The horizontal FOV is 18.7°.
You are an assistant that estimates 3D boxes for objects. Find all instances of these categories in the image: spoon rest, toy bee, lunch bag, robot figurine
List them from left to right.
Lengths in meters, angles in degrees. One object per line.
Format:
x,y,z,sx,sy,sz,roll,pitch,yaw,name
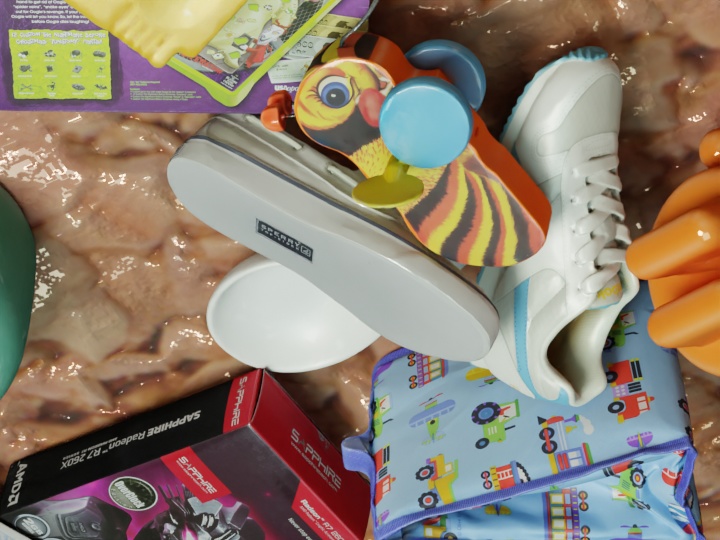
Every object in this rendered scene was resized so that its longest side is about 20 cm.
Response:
0.000,0.000,1.240,0.200,0.061,0.099,-34,130,23,spoon rest
0.011,-0.083,1.127,0.109,0.131,0.200,-23,90,23,toy bee
0.087,0.093,1.262,0.200,0.151,0.094,-8,129,5,lunch bag
0.235,-0.002,1.179,0.200,0.144,0.117,-7,126,-39,robot figurine

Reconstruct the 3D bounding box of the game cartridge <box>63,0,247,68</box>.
-0.112,-0.213,1.060,0.200,0.032,0.176,37,112,-21,game cartridge

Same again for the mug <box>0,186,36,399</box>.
-0.255,0.035,1.229,0.152,0.114,0.185,-18,127,13,mug

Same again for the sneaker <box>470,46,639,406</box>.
0.116,-0.023,1.186,0.076,0.081,0.200,-16,125,-42,sneaker

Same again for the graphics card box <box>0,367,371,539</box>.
-0.109,0.142,1.348,0.200,0.051,0.125,-20,129,27,graphics card box

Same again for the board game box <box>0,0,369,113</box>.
-0.095,-0.137,1.148,0.200,0.032,0.120,1,134,-3,board game box

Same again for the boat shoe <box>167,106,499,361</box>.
-0.006,-0.024,1.176,0.200,0.066,0.072,28,148,14,boat shoe

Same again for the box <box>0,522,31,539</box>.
-0.260,0.212,1.348,0.200,0.101,0.112,33,142,-16,box
